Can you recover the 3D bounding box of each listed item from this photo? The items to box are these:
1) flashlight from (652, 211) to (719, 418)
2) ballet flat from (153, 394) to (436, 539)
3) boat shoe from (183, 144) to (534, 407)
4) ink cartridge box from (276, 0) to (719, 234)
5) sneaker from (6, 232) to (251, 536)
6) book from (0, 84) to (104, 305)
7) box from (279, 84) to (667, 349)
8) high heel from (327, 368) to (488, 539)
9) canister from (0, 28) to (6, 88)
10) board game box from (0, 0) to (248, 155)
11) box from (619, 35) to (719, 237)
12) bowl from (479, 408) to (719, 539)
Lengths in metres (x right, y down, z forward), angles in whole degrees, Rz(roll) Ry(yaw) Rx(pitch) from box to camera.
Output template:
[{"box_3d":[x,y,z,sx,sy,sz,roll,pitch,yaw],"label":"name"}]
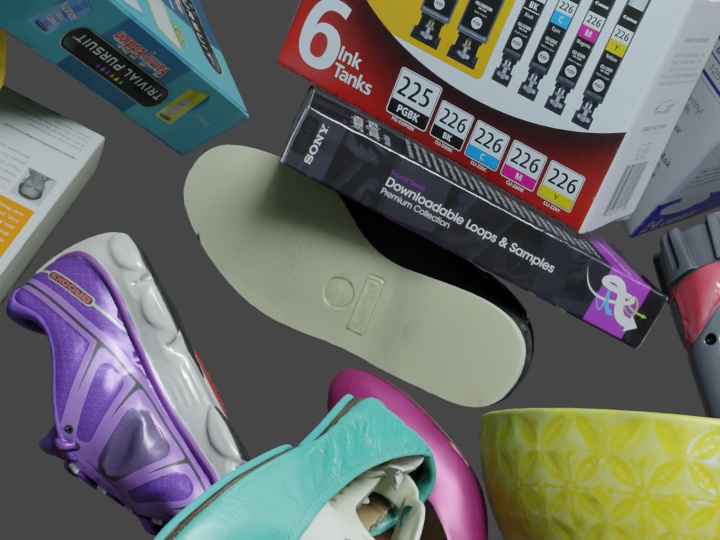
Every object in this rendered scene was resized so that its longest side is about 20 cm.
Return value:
[{"box_3d":[0.220,0.067,0.841,0.068,0.068,0.200,9,55,-37],"label":"flashlight"},{"box_3d":[-0.015,0.101,0.607,0.070,0.067,0.200,32,21,13],"label":"ballet flat"},{"box_3d":[-0.001,0.002,0.786,0.201,0.074,0.063,31,11,11],"label":"boat shoe"},{"box_3d":[0.082,-0.146,0.804,0.200,0.176,0.084,31,21,21],"label":"ink cartridge box"},{"box_3d":[-0.097,0.083,0.692,0.083,0.081,0.200,-28,76,-5],"label":"sneaker"},{"box_3d":[-0.224,-0.022,0.707,0.133,0.048,0.200,29,51,-1],"label":"book"},{"box_3d":[0.054,-0.032,0.797,0.200,0.036,0.143,29,9,-5],"label":"box"},{"box_3d":[0.017,0.140,0.692,0.096,0.067,0.200,-16,70,-44],"label":"high heel"},{"box_3d":[-0.256,-0.162,0.731,0.148,0.087,0.200,-7,52,-22],"label":"canister"},{"box_3d":[-0.140,-0.159,0.754,0.047,0.200,0.151,-29,67,11],"label":"board game box"},{"box_3d":[0.193,-0.155,0.888,0.105,0.200,0.184,-16,67,-34],"label":"box"},{"box_3d":[0.149,0.130,0.707,0.200,0.200,0.108,10,80,-19],"label":"bowl"}]
